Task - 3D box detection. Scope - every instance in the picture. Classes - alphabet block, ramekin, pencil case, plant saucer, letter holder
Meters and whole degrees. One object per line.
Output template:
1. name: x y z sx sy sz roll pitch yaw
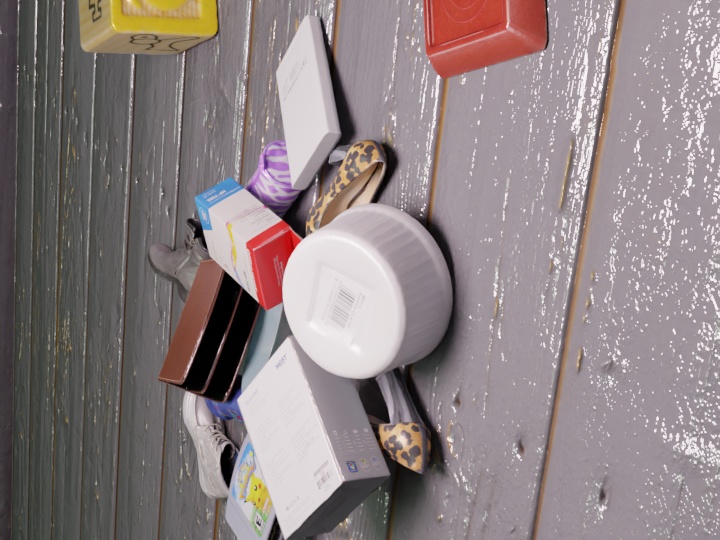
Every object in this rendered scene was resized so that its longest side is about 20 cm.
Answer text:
1. alphabet block: -0.370 -0.486 1.899 0.199 0.193 0.200 0 95 59
2. ramekin: 0.001 0.030 1.307 0.198 0.097 0.204 12 111 33
3. pencil case: -0.173 0.212 1.741 0.078 0.087 0.199 -52 26 -17
4. plant saucer: 0.122 -0.324 1.194 0.199 0.036 0.204 -1 93 61
5. pencil case: -0.144 -0.114 1.643 0.200 0.084 0.085 -46 43 51
6. plant saucer: -0.129 0.101 1.644 0.201 0.038 0.204 -163 89 -76
7. letter holder: -0.216 0.091 1.691 0.142 0.099 0.203 -8 61 66

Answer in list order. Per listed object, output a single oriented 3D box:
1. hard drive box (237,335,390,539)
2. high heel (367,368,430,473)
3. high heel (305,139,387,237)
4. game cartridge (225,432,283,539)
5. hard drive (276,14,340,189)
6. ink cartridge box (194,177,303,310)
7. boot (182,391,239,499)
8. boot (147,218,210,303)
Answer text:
1. hard drive box: -0.063 0.205 1.375 0.156 0.076 0.202 -49 54 40
2. high heel: 0.017 0.238 1.388 0.201 0.070 0.144 -57 38 34
3. high heel: -0.014 -0.067 1.424 0.142 0.070 0.204 -170 87 -66
4. game cartridge: -0.142 0.317 1.611 0.133 0.040 0.203 45 123 51
5. hard drive: -0.075 -0.234 1.537 0.132 0.026 0.203 129 139 -50
6. ink cartridge box: -0.147 -0.030 1.557 0.200 0.067 0.117 39 150 40
7. boot: -0.244 0.291 1.896 0.095 0.073 0.203 -15 88 54
8. boot: -0.312 -0.037 1.983 0.199 0.069 0.134 37 122 40
